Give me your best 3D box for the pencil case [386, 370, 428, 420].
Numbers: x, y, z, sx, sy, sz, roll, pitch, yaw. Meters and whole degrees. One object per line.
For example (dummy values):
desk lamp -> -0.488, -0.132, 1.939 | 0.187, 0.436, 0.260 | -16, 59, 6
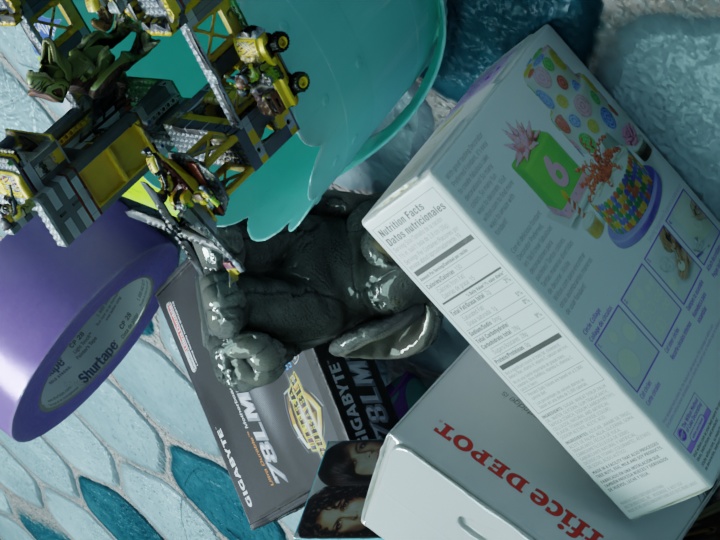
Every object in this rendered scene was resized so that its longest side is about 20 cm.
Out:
pencil case -> 0.076, 0.166, 1.135 | 0.200, 0.085, 0.092 | 43, 169, 1

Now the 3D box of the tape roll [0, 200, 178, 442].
tape roll -> -0.240, 0.033, 1.245 | 0.085, 0.200, 0.200 | 38, 153, 10

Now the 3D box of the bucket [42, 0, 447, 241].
bucket -> -0.059, -0.134, 0.831 | 0.206, 0.135, 0.208 | 33, 152, 20

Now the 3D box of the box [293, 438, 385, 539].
box -> 0.066, 0.144, 0.938 | 0.198, 0.083, 0.049 | -5, 130, 24

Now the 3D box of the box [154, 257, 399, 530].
box -> -0.062, 0.067, 1.114 | 0.198, 0.049, 0.202 | -36, 73, 55

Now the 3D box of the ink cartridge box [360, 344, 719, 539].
ink cartridge box -> 0.117, 0.093, 0.838 | 0.146, 0.200, 0.086 | 35, 140, 15

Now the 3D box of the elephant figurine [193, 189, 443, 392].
elephant figurine -> 0.000, 0.000, 0.949 | 0.155, 0.198, 0.143 | -117, 19, -64

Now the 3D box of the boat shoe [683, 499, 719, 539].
boat shoe -> 0.197, 0.182, 0.908 | 0.198, 0.072, 0.073 | -11, 110, 13

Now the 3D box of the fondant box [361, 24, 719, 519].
fondant box -> 0.113, -0.002, 0.769 | 0.200, 0.144, 0.058 | 48, 136, -10

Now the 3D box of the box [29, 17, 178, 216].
box -> -0.161, -0.127, 1.078 | 0.121, 0.048, 0.201 | 20, 146, 37

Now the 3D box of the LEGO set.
LEGO set -> -0.131, -0.079, 0.727 | 0.199, 0.116, 0.155 | 18, 143, 40
